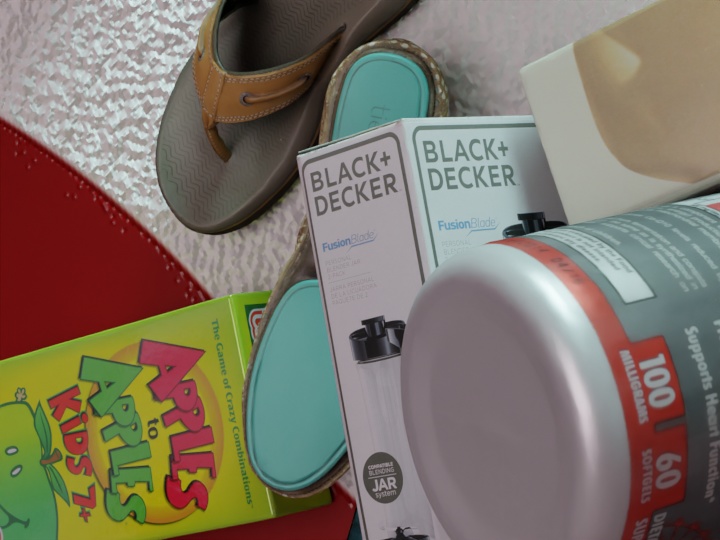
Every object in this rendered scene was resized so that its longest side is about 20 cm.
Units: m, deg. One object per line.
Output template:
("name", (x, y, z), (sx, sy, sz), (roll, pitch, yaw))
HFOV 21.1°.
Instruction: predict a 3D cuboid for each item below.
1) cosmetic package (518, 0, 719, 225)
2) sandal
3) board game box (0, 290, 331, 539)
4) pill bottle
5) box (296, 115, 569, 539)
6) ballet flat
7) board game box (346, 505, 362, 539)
("cosmetic package", (0.169, -0.078, 0.698), (0.199, 0.105, 0.072), (-24, 78, 31))
("sandal", (-0.036, -0.101, 0.866), (0.200, 0.054, 0.082), (-46, 68, 27))
("board game box", (-0.114, 0.081, 0.933), (0.199, 0.047, 0.103), (-16, 83, 34))
("pill bottle", (0.123, 0.032, 0.663), (0.116, 0.198, 0.117), (30, 126, 52))
("box", (0.051, 0.044, 0.737), (0.060, 0.116, 0.202), (-15, 82, 45))
("ballet flat", (0.000, 0.000, 0.840), (0.070, 0.065, 0.202), (19, 98, 10))
("board game box", (0.093, 0.097, 0.802), (0.199, 0.028, 0.136), (26, 106, 32))
